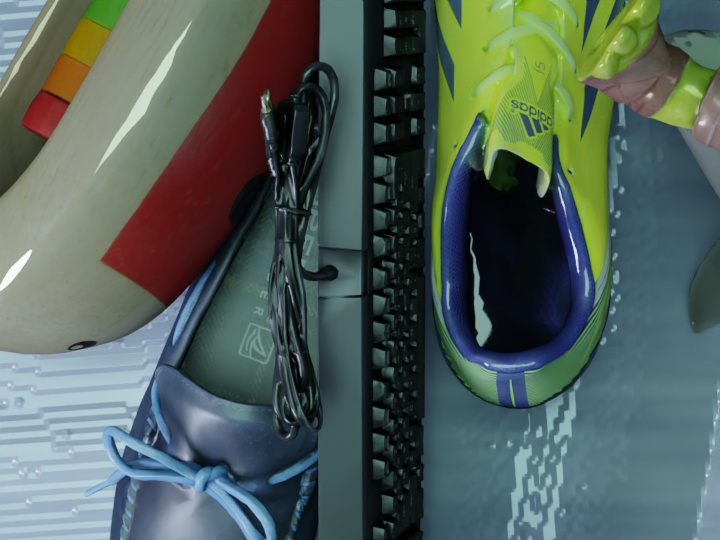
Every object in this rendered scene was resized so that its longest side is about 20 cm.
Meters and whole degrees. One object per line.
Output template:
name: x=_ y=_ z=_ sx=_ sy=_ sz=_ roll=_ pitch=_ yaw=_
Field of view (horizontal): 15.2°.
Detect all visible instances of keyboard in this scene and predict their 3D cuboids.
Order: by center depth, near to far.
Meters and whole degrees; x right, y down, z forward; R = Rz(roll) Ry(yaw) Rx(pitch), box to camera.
keyboard: x=0.000 y=0.000 z=0.819 sx=0.020 sy=0.127 sz=0.202 roll=2 pitch=96 yaw=22

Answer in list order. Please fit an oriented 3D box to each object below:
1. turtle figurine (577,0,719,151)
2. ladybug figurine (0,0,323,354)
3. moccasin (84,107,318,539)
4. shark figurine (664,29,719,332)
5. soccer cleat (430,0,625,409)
turtle figurine: x=0.153 y=-0.045 z=0.755 sx=0.161 sy=0.064 sz=0.200 roll=38 pitch=101 yaw=0
ladybug figurine: x=-0.063 y=-0.058 z=0.848 sx=0.072 sy=0.136 sz=0.201 roll=31 pitch=92 yaw=-22
moccasin: x=-0.045 y=0.042 z=0.862 sx=0.080 sy=0.068 sz=0.202 roll=11 pitch=87 yaw=7
shark figurine: x=0.144 y=0.024 z=0.847 sx=0.089 sy=0.128 sz=0.216 roll=-22 pitch=91 yaw=34
soccer cleat: x=0.052 y=-0.057 z=0.850 sx=0.064 sy=0.084 sz=0.202 roll=-1 pitch=86 yaw=6
